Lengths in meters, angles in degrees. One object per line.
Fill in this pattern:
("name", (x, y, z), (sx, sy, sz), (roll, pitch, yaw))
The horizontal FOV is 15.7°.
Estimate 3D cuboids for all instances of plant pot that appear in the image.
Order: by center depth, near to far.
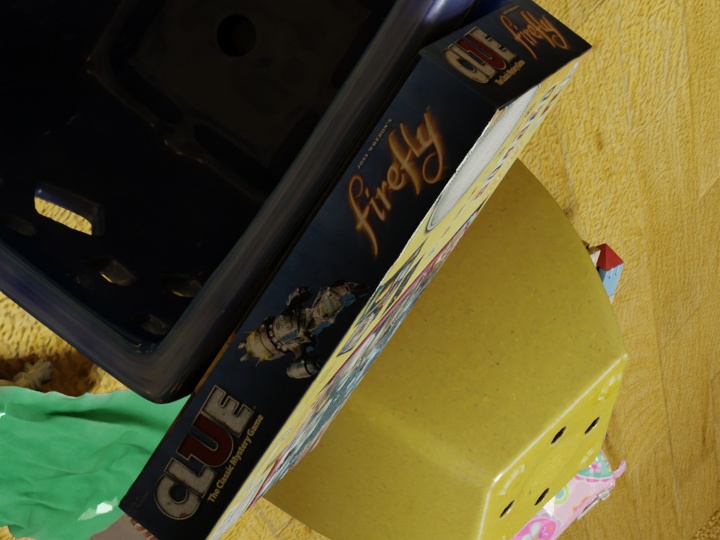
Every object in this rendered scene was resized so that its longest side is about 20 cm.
("plant pot", (-0.064, -0.091, 0.989), (0.200, 0.200, 0.180), (-56, 167, 15))
("plant pot", (0.032, 0.049, 1.441), (0.195, 0.200, 0.195), (-40, 159, -25))

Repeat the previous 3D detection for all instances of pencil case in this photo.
("pencil case", (0.122, 0.204, 2.107), (0.200, 0.087, 0.088), (-45, 160, -13))

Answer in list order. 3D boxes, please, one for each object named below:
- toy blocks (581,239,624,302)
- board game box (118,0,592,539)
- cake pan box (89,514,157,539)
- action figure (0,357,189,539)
("toy blocks", (0.115, 0.030, 1.783), (0.200, 0.100, 0.137), (-24, 136, -52))
("board game box", (0.000, 0.000, 0.934), (0.200, 0.035, 0.135), (-56, 173, 21))
("cake pan box", (-0.186, 0.237, 1.527), (0.200, 0.052, 0.185), (-34, 153, -40))
("action figure", (-0.165, 0.086, 1.288), (0.118, 0.055, 0.200), (-52, 154, 9))
